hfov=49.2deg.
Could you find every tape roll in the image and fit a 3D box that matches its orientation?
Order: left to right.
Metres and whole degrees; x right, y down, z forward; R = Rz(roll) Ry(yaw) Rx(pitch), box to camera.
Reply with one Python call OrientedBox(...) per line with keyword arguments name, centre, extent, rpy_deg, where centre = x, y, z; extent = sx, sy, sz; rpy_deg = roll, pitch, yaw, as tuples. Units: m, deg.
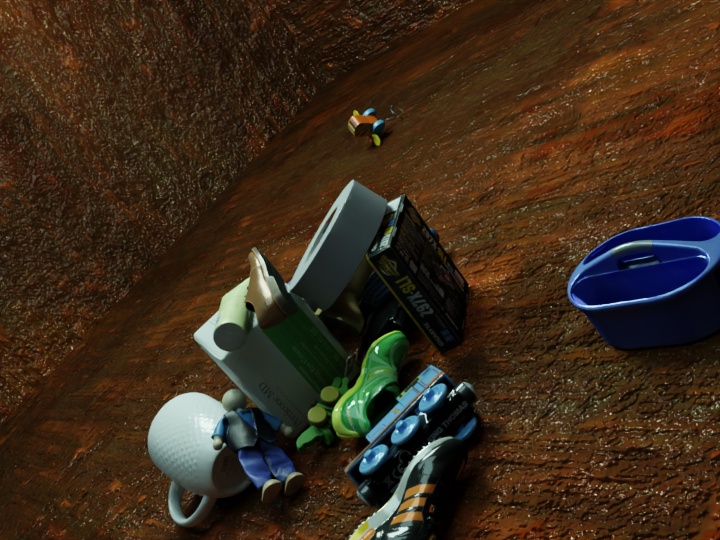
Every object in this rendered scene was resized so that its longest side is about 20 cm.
OrientedBox(name="tape roll", centre=(-0.036, -0.040, 1.235), extent=(0.201, 0.066, 0.200), rpy_deg=(-58, 9, 15))

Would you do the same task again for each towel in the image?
OrientedBox(name="towel", centre=(0.072, -0.011, 1.406), extent=(0.112, 0.049, 0.200), rpy_deg=(-47, -4, 31))

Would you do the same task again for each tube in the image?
OrientedBox(name="tube", centre=(-0.203, 0.063, 1.279), extent=(0.057, 0.052, 0.200), rpy_deg=(4, 22, -6))

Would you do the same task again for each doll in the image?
OrientedBox(name="doll", centre=(-0.159, 0.260, 1.211), extent=(0.200, 0.136, 0.049), rpy_deg=(48, 132, 38))

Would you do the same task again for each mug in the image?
OrientedBox(name="mug", centre=(-0.258, 0.320, 1.294), extent=(0.175, 0.147, 0.202), rpy_deg=(13, 77, 51))

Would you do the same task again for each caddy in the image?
OrientedBox(name="caddy", centre=(0.340, 0.008, 0.921), extent=(0.199, 0.105, 0.142), rpy_deg=(-15, 31, 49))

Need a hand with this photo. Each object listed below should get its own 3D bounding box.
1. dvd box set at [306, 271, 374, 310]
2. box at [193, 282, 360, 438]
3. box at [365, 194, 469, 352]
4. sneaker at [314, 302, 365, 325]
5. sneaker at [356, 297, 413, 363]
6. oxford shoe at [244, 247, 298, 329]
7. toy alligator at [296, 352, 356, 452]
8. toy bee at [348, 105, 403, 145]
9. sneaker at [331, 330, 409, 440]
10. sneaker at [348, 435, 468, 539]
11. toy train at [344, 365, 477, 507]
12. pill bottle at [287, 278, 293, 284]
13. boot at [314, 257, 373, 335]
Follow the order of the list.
OrientedBox(name="dvd box set", centre=(-0.032, -0.002, 1.474), extent=(0.145, 0.030, 0.201), rpy_deg=(3, 44, 32))
OrientedBox(name="box", centre=(-0.147, 0.141, 1.362), extent=(0.171, 0.199, 0.200), rpy_deg=(-44, 22, -13))
OrientedBox(name="box", centre=(0.095, 0.003, 1.226), extent=(0.049, 0.200, 0.160), rpy_deg=(-27, 24, 25))
OrientedBox(name="sneaker", centre=(-0.033, 0.037, 1.509), extent=(0.199, 0.066, 0.079), rpy_deg=(-29, 47, -8))
OrientedBox(name="sneaker", centre=(0.071, 0.078, 1.321), extent=(0.200, 0.060, 0.104), rpy_deg=(-43, 18, 8))
OrientedBox(name="oxford shoe", centre=(-0.160, 0.025, 1.252), extent=(0.071, 0.071, 0.200), rpy_deg=(-39, 30, 5))
OrientedBox(name="toy alligator", centre=(-0.034, 0.211, 1.241), extent=(0.054, 0.060, 0.200), rpy_deg=(20, 49, 18))
OrientedBox(name="toy bee", centre=(0.036, -0.427, 2.388), extent=(0.109, 0.198, 0.132), rpy_deg=(-57, 42, 42))
OrientedBox(name="sneaker", centre=(0.033, 0.177, 1.183), extent=(0.083, 0.074, 0.201), rpy_deg=(3, 44, 33))
OrientedBox(name="sneaker", centre=(0.071, 0.285, 0.895), extent=(0.200, 0.070, 0.090), rpy_deg=(-46, 36, -15))
OrientedBox(name="toy train", centre=(0.066, 0.215, 1.014), extent=(0.200, 0.087, 0.114), rpy_deg=(-45, 12, -7))
OrientedBox(name="pill bottle", centre=(-0.079, 0.040, 1.575), extent=(0.200, 0.116, 0.115), rpy_deg=(-48, 22, -18))
OrientedBox(name="boot", centre=(0.000, 0.000, 1.305), extent=(0.201, 0.066, 0.175), rpy_deg=(-61, 20, -7))
